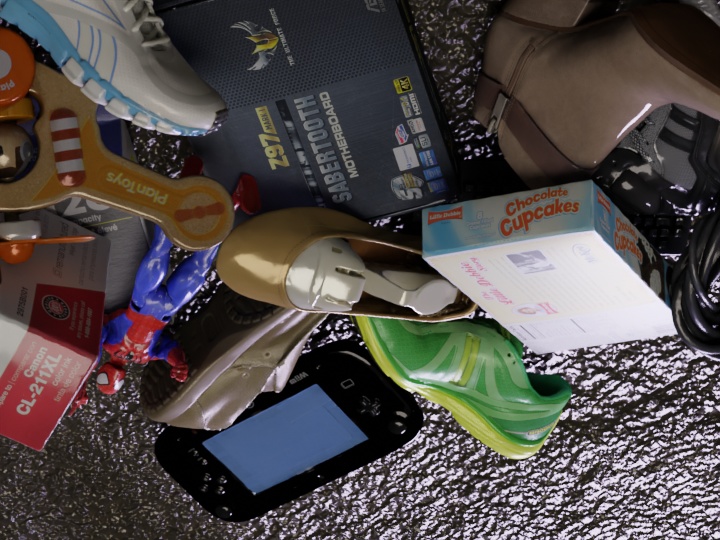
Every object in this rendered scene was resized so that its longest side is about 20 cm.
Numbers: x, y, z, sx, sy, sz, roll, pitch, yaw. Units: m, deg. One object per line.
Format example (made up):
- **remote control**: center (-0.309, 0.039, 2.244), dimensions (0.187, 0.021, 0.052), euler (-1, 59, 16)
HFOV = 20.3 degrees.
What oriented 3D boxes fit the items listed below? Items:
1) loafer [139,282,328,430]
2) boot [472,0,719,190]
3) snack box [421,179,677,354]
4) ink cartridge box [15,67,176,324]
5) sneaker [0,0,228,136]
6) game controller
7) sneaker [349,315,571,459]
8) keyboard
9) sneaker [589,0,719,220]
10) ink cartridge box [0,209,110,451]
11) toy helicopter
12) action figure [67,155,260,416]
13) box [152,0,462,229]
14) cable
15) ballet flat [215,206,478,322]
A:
- **loafer**: center (-0.068, 0.038, 1.387), dimensions (0.200, 0.076, 0.067), euler (-39, 134, 20)
- **boot**: center (0.148, -0.103, 1.218), dimensions (0.070, 0.200, 0.147), euler (0, 130, -38)
- **snack box**: center (0.132, 0.002, 1.309), dimensions (0.116, 0.037, 0.200), euler (-9, 156, 24)
- **ink cartridge box**: center (-0.239, -0.031, 1.335), dimensions (0.196, 0.047, 0.201), euler (-10, 132, 4)
- **sneaker**: center (-0.150, -0.159, 1.177), dimensions (0.200, 0.075, 0.087), euler (39, 110, 7)
- **game controller**: center (-0.054, 0.118, 1.460), dimensions (0.199, 0.042, 0.104), euler (-29, 128, 27)
- **sneaker**: center (0.069, 0.055, 1.419), dimensions (0.200, 0.074, 0.084), euler (34, 105, -29)
- **keyboard**: center (0.127, -0.022, 1.385), dimensions (0.199, 0.021, 0.128), euler (1, 129, -4)
- **sneaker**: center (0.185, -0.104, 1.283), dimensions (0.113, 0.076, 0.201), euler (-15, 130, 5)
- **ink cartridge box**: center (-0.264, 0.005, 1.241), dimensions (0.199, 0.146, 0.083), euler (26, 117, -18)
- **toy helicopter**: center (-0.174, -0.053, 1.214), dimensions (0.199, 0.079, 0.133), euler (21, 81, -10)
- **action figure**: center (-0.133, 0.030, 1.305), dimensions (0.065, 0.099, 0.200), euler (20, 132, -17)
- **box**: center (-0.035, -0.114, 1.273), dimensions (0.157, 0.051, 0.201), euler (-12, 129, 11)
- **cable**: center (0.286, -0.009, 1.335), dimensions (0.199, 0.051, 0.163), euler (6, 129, -45)
- **ballet flat**: center (0.000, 0.000, 1.294), dimensions (0.199, 0.063, 0.069), euler (3, 112, -41)
